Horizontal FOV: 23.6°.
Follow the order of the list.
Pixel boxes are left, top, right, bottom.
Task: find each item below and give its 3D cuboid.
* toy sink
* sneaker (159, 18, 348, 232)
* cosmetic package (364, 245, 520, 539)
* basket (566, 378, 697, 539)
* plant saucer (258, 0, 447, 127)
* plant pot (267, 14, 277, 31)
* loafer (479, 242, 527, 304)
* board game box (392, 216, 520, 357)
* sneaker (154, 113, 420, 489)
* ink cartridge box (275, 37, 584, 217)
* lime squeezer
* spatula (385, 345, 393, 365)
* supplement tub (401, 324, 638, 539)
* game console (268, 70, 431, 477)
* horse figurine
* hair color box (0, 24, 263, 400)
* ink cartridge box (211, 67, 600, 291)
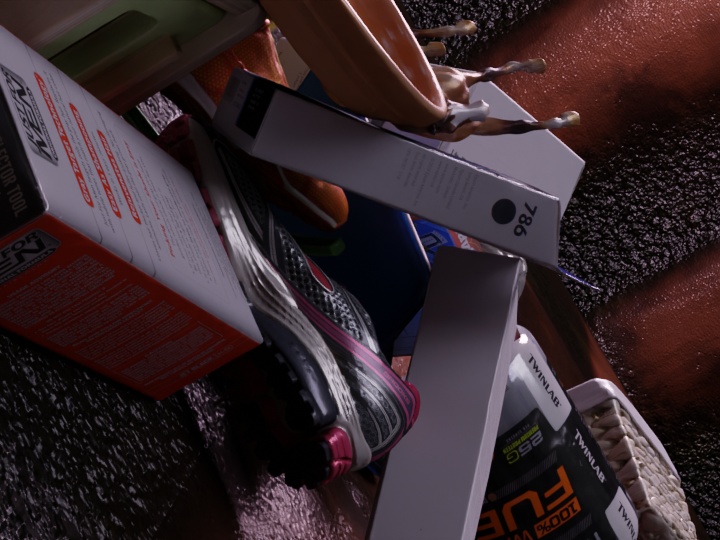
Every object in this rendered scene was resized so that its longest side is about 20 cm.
[{"bbox_3d":[-0.130,-0.135,0.794,0.112,0.130,0.200,62,9,5],"label":"toy sink"},{"bbox_3d":[-0.064,-0.101,0.937,0.200,0.077,0.073,51,-15,-24],"label":"sneaker"},{"bbox_3d":[0.042,0.094,0.904,0.083,0.051,0.200,82,19,-57],"label":"cosmetic package"},{"bbox_3d":[0.191,0.199,1.418,0.200,0.135,0.124,48,20,-50],"label":"basket"},{"bbox_3d":[-0.027,-0.150,0.840,0.200,0.037,0.200,53,12,-16],"label":"plant saucer"},{"bbox_3d":[-0.117,-0.226,1.017,0.200,0.200,0.142,58,-15,-14],"label":"plant pot"},{"bbox_3d":[0.031,0.001,1.219,0.070,0.070,0.200,15,2,-40],"label":"loafer"},{"bbox_3d":[0.029,0.007,1.144,0.103,0.019,0.200,64,-25,-7],"label":"board game box"},{"bbox_3d":[-0.047,0.012,0.861,0.075,0.081,0.200,-20,76,-37],"label":"sneaker"},{"bbox_3d":[0.034,-0.087,1.218,0.200,0.086,0.148,16,-12,44],"label":"ink cartridge box"},{"bbox_3d":[-0.074,-0.042,0.941,0.200,0.038,0.071,37,-45,31],"label":"lime squeezer"},{"bbox_3d":[0.012,0.019,1.137,0.200,0.021,0.057,87,-18,-48],"label":"spatula"},{"bbox_3d":[0.110,0.148,1.191,0.200,0.122,0.123,58,11,-11],"label":"supplement tub"},{"bbox_3d":[0.000,0.000,1.074,0.171,0.118,0.200,46,19,-51],"label":"game console"},{"bbox_3d":[0.031,-0.114,0.995,0.200,0.132,0.050,38,-50,44],"label":"horse figurine"},{"bbox_3d":[-0.120,-0.021,0.722,0.102,0.061,0.200,65,10,24],"label":"hair color box"},{"bbox_3d":[0.028,-0.048,0.884,0.200,0.039,0.099,22,5,-20],"label":"ink cartridge box"}]
